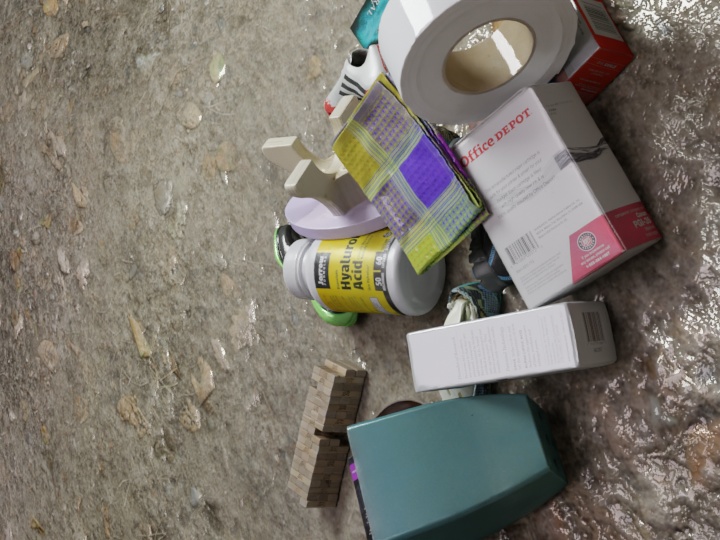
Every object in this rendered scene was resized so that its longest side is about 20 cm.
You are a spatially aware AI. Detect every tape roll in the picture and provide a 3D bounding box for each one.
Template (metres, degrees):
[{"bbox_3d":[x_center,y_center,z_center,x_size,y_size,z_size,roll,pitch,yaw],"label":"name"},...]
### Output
[{"bbox_3d":[0.123,-0.246,1.187,0.202,0.202,0.071,-51,48,36],"label":"tape roll"}]

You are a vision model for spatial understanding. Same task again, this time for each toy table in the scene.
[{"bbox_3d":[-0.030,-0.122,1.439,0.200,0.117,0.184,-10,38,26],"label":"toy table"}]

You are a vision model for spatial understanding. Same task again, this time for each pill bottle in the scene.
[{"bbox_3d":[0.000,0.000,1.461,0.200,0.111,0.111,1,85,39],"label":"pill bottle"}]

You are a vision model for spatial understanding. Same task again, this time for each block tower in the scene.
[{"bbox_3d":[-0.049,0.226,1.573,0.058,0.054,0.200,21,101,53],"label":"block tower"}]

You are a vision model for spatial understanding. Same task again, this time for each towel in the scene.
[{"bbox_3d":[0.049,-0.108,1.279,0.200,0.023,0.144,57,137,11],"label":"towel"}]

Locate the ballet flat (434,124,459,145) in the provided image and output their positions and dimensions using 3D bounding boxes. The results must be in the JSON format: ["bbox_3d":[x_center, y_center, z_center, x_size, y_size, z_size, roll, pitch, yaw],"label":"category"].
[{"bbox_3d":[0.051,-0.180,1.483,0.200,0.075,0.068,18,74,53],"label":"ballet flat"}]

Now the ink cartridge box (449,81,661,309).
[{"bbox_3d":[0.204,-0.081,1.212,0.146,0.083,0.200,-38,75,44],"label":"ink cartridge box"}]

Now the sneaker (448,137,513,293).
[{"bbox_3d":[0.160,-0.075,1.343,0.082,0.073,0.200,-28,67,29],"label":"sneaker"}]

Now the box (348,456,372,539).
[{"bbox_3d":[0.057,0.296,1.386,0.143,0.036,0.200,-41,52,42],"label":"box"}]

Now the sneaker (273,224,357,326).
[{"bbox_3d":[-0.052,-0.005,1.607,0.200,0.077,0.084,48,115,34],"label":"sneaker"}]

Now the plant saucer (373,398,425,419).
[{"bbox_3d":[0.067,0.263,1.431,0.200,0.032,0.201,-10,77,52],"label":"plant saucer"}]

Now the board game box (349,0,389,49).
[{"bbox_3d":[0.066,-0.369,1.533,0.200,0.028,0.135,-57,44,31],"label":"board game box"}]

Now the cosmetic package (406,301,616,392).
[{"bbox_3d":[0.161,0.084,1.228,0.200,0.102,0.074,-15,80,35],"label":"cosmetic package"}]

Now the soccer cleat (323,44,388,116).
[{"bbox_3d":[-0.001,-0.256,1.543,0.200,0.069,0.085,179,79,-69],"label":"soccer cleat"}]

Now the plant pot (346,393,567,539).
[{"bbox_3d":[0.114,0.218,1.250,0.200,0.141,0.141,-23,63,15],"label":"plant pot"}]

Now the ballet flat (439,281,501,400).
[{"bbox_3d":[0.120,0.111,1.354,0.074,0.074,0.200,2,87,53],"label":"ballet flat"}]

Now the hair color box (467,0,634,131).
[{"bbox_3d":[0.205,-0.220,1.296,0.200,0.064,0.111,-48,50,39],"label":"hair color box"}]
